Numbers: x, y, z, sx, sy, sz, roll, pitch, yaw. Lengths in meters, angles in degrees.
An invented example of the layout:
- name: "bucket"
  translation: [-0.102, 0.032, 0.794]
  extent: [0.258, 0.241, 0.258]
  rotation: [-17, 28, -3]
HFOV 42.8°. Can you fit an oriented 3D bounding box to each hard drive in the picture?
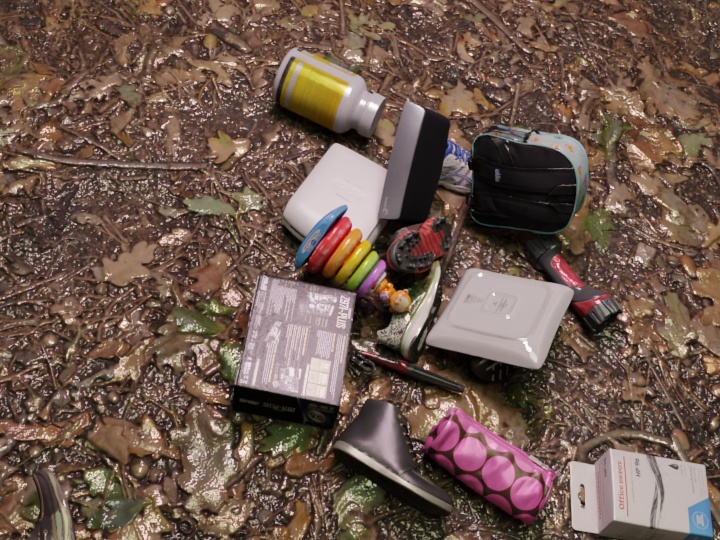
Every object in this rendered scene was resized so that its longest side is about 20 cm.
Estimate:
- name: "hard drive"
  translation: [0.096, -0.179, 1.580]
  extent: [0.042, 0.204, 0.134]
  rotation: [17, 7, 31]

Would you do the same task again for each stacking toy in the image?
- name: "stacking toy"
  translation: [0.000, 0.000, 1.469]
  extent: [0.199, 0.117, 0.110]
  rotation: [40, 18, 1]

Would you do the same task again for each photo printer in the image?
- name: "photo printer"
  translation: [-0.032, -0.112, 1.599]
  extent: [0.165, 0.070, 0.201]
  rotation: [30, 56, 8]

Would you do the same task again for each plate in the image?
- name: "plate"
  translation: [0.229, 0.066, 1.501]
  extent: [0.197, 0.033, 0.200]
  rotation: [11, 43, 26]

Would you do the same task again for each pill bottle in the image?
- name: "pill bottle"
  translation: [-0.057, -0.325, 1.708]
  extent: [0.198, 0.113, 0.113]
  rotation: [26, 55, 6]

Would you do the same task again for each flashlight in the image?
- name: "flashlight"
  translation: [0.372, 0.013, 1.606]
  extent: [0.067, 0.068, 0.201]
  rotation: [-23, 65, -23]

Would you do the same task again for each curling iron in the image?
- name: "curling iron"
  translation: [0.070, 0.167, 1.467]
  extent: [0.196, 0.026, 0.050]
  rotation: [14, 64, -4]

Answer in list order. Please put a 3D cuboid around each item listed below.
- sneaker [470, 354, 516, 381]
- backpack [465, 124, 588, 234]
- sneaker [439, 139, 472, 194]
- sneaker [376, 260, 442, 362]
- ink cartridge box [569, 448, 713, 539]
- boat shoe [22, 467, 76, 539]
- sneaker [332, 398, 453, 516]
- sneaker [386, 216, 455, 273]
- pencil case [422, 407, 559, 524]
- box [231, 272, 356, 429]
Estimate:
- name: "sneaker"
  translation: [0.245, 0.111, 1.523]
  extent: [0.199, 0.075, 0.080]
  rotation: [-30, 53, -32]
- name: "backpack"
  translation: [0.303, -0.161, 1.615]
  extent: [0.197, 0.179, 0.153]
  rotation: [15, 26, 31]
- name: "sneaker"
  translation: [0.171, -0.196, 1.688]
  extent: [0.196, 0.089, 0.076]
  rotation: [-1, 55, -14]
- name: "sneaker"
  translation: [0.082, 0.054, 1.521]
  extent: [0.087, 0.078, 0.202]
  rotation: [15, 50, 14]
- name: "ink cartridge box"
  translation: [0.425, 0.346, 1.399]
  extent: [0.196, 0.068, 0.118]
  rotation: [10, 55, -5]
- name: "boat shoe"
  translation: [-0.411, 0.358, 1.209]
  extent: [0.072, 0.075, 0.202]
  rotation: [-15, 60, -21]
- name: "sneaker"
  translation: [0.067, 0.273, 1.359]
  extent: [0.198, 0.075, 0.107]
  rotation: [30, 64, 10]
- name: "sneaker"
  translation: [0.082, -0.033, 1.533]
  extent: [0.200, 0.097, 0.072]
  rotation: [-33, 102, -59]
- name: "pencil case"
  translation: [0.194, 0.286, 1.374]
  extent: [0.198, 0.095, 0.091]
  rotation: [31, 26, 7]
- name: "box"
  translation: [-0.101, 0.123, 1.420]
  extent: [0.161, 0.087, 0.203]
  rotation: [11, 56, -5]
